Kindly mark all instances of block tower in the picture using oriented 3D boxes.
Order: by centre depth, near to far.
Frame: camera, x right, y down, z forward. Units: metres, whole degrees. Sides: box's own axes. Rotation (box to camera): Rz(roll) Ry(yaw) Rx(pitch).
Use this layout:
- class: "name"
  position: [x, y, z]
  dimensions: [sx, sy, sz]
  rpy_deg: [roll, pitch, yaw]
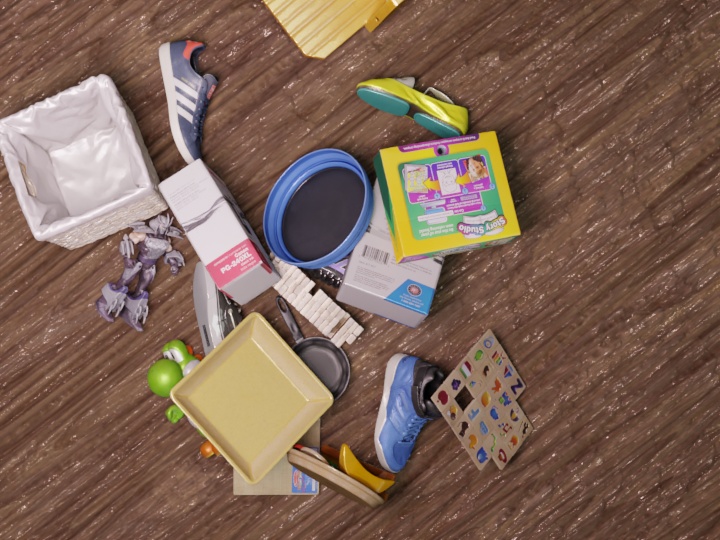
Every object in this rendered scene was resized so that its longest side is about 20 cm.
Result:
- class: "block tower"
  position: [-0.084, 0.047, 1.635]
  dimensions: [0.200, 0.058, 0.054]
  rpy_deg: [43, 92, -5]

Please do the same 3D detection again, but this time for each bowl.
- class: "bowl"
  position: [-0.066, -0.096, 1.571]
  dimensions: [0.198, 0.039, 0.203]
  rpy_deg: [-14, 61, 27]

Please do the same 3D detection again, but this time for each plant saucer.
- class: "plant saucer"
  position: [-0.176, 0.206, 1.572]
  dimensions: [0.200, 0.048, 0.200]
  rpy_deg: [48, 66, -4]

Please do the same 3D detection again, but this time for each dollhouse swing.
- class: "dollhouse swing"
  position: [-0.042, -0.462, 1.534]
  dimensions: [0.175, 0.181, 0.201]
  rpy_deg: [-41, 98, -19]

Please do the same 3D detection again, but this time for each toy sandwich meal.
- class: "toy sandwich meal"
  position: [-0.029, 0.322, 1.600]
  dimensions: [0.203, 0.205, 0.071]
  rpy_deg: [30, 74, -5]

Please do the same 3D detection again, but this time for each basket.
- class: "basket"
  position: [-0.426, -0.162, 1.524]
  dimensions: [0.198, 0.161, 0.200]
  rpy_deg: [-24, 82, 0]

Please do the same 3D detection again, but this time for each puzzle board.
- class: "puzzle board"
  position: [-0.144, 0.286, 1.678]
  dimensions: [0.148, 0.017, 0.203]
  rpy_deg: [1, 97, -4]

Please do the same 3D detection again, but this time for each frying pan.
- class: "frying pan"
  position: [-0.103, 0.147, 1.652]
  dimensions: [0.189, 0.031, 0.115]
  rpy_deg: [39, 78, 3]

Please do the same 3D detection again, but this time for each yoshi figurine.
- class: "yoshi figurine"
  position: [-0.288, 0.218, 1.619]
  dimensions: [0.111, 0.112, 0.202]
  rpy_deg: [-29, 92, 8]

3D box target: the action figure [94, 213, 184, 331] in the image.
- class: "action figure"
  position: [-0.354, -0.005, 1.597]
  dimensions: [0.129, 0.069, 0.202]
  rpy_deg: [15, 110, -44]

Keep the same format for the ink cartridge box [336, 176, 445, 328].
- class: "ink cartridge box"
  position: [0.060, -0.031, 1.581]
  dimensions: [0.144, 0.084, 0.202]
  rpy_deg: [20, 68, -3]

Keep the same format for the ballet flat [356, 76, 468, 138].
- class: "ballet flat"
  position: [0.090, -0.280, 1.613]
  dimensions: [0.198, 0.067, 0.068]
  rpy_deg: [24, 73, -8]

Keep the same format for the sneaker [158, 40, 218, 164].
- class: "sneaker"
  position: [-0.266, -0.274, 1.581]
  dimensions: [0.083, 0.075, 0.203]
  rpy_deg: [-10, 96, 3]

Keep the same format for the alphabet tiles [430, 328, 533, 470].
- class: "alphabet tiles"
  position: [0.218, 0.230, 1.649]
  dimensions: [0.167, 0.008, 0.201]
  rpy_deg: [-45, 114, -27]

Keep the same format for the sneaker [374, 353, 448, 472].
- class: "sneaker"
  position: [0.091, 0.248, 1.633]
  dimensions: [0.076, 0.110, 0.203]
  rpy_deg: [6, 92, -47]

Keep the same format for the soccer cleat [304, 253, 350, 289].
- class: "soccer cleat"
  position: [0.000, 0.000, 1.637]
  dimensions: [0.197, 0.068, 0.074]
  rpy_deg: [19, 74, -3]

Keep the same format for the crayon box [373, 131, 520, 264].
- class: "crayon box"
  position: [0.135, -0.116, 1.541]
  dimensions: [0.197, 0.058, 0.175]
  rpy_deg: [-10, 81, -13]

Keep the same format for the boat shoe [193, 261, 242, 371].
- class: "boat shoe"
  position: [-0.233, 0.082, 1.630]
  dimensions: [0.063, 0.070, 0.203]
  rpy_deg: [-11, 92, -30]

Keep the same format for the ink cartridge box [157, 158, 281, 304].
- class: "ink cartridge box"
  position: [-0.221, -0.060, 1.544]
  dimensions: [0.083, 0.145, 0.201]
  rpy_deg: [-32, 77, 1]
